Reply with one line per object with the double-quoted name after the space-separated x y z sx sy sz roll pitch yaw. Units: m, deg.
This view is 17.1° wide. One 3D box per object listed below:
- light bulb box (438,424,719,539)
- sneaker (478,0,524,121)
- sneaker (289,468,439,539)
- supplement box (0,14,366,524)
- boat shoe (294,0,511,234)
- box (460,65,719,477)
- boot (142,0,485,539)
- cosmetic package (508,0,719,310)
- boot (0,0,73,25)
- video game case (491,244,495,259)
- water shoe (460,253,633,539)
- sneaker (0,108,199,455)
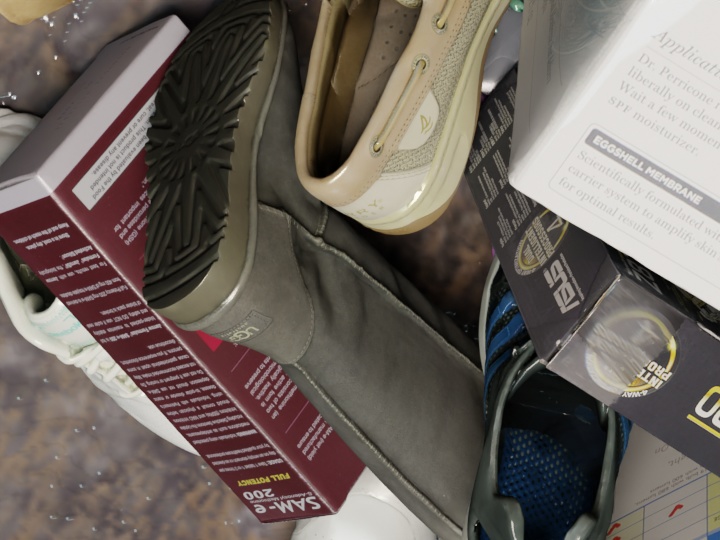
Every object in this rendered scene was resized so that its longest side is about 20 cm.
0.137 0.149 1.008 0.198 0.200 0.125 -30 110 21 "light bulb box"
0.089 -0.112 0.997 0.199 0.074 0.088 -7 106 -3 "sneaker"
-0.015 0.183 1.139 0.075 0.100 0.201 20 117 -3 "sneaker"
-0.061 0.002 1.037 0.200 0.109 0.061 50 145 -19 "supplement box"
0.018 -0.118 0.941 0.072 0.065 0.201 7 80 38 "boat shoe"
0.123 0.014 0.904 0.161 0.200 0.049 34 106 -22 "box"
-0.001 0.000 1.000 0.072 0.183 0.200 -24 136 40 "boot"
0.154 -0.119 0.838 0.123 0.200 0.200 30 116 -10 "cosmetic package"
-0.103 -0.213 0.957 0.199 0.066 0.176 -24 104 22 "boot"
0.160 0.059 1.091 0.180 0.036 0.201 -6 117 8 "video game case"
0.085 0.044 0.964 0.071 0.201 0.079 10 146 -4 "water shoe"
-0.119 0.022 1.076 0.070 0.080 0.200 -35 111 19 "sneaker"
